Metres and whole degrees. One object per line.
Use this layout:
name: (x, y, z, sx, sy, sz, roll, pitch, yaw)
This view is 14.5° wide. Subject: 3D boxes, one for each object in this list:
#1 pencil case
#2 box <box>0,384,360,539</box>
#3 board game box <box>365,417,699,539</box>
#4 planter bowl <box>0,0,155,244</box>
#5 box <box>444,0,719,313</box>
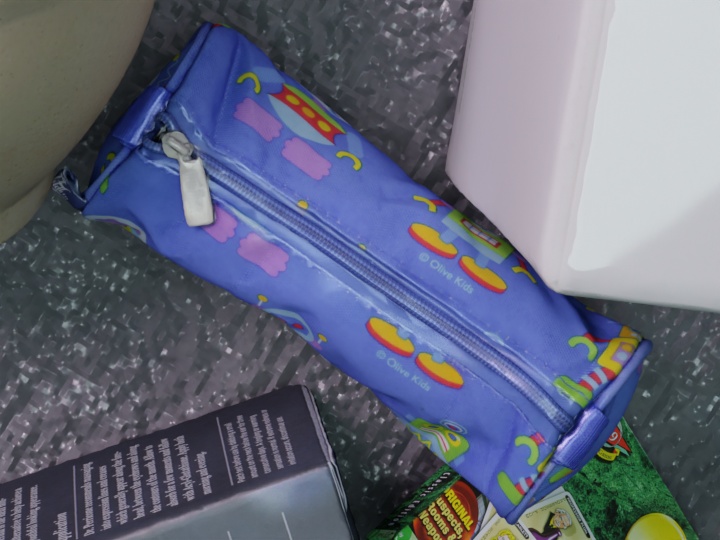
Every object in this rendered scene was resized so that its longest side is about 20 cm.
pencil case: (0.000, 0.000, 0.933, 0.199, 0.087, 0.078, 36, 97, 0)
box: (-0.084, 0.148, 0.961, 0.199, 0.107, 0.149, -19, 104, -2)
board game box: (0.093, 0.142, 1.001, 0.105, 0.023, 0.201, -41, 106, -30)
planter bowl: (-0.154, -0.084, 0.877, 0.199, 0.201, 0.135, -2, 129, -6)
box: (0.134, -0.097, 0.889, 0.170, 0.200, 0.201, 7, 100, -10)
